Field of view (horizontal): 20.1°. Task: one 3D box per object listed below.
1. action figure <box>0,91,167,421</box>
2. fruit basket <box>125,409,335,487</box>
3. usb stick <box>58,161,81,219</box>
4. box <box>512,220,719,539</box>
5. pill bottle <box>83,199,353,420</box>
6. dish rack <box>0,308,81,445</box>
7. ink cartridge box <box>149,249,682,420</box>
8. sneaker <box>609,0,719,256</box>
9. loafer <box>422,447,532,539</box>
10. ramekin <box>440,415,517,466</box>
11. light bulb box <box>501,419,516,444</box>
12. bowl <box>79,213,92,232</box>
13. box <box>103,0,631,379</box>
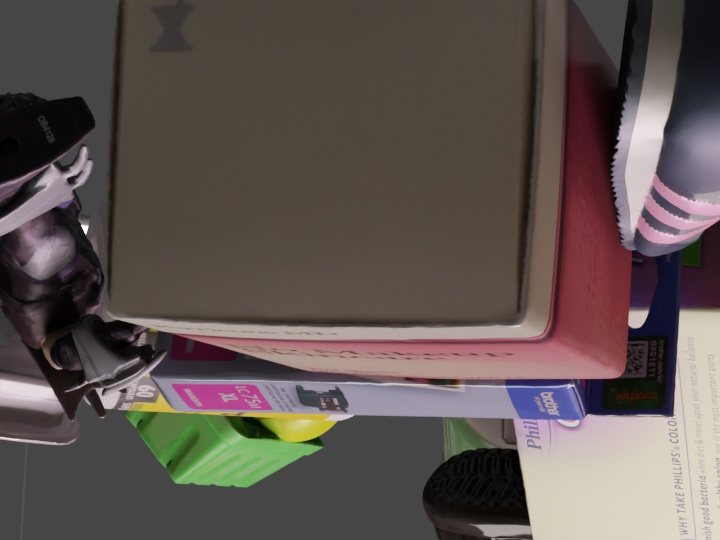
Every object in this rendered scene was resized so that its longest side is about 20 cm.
[{"bbox_3d":[-0.122,-0.017,0.754,0.069,0.130,0.200,-38,162,-9],"label":"action figure"},{"bbox_3d":[-0.097,0.118,1.978,0.215,0.156,0.216,-34,158,-15],"label":"fruit basket"},{"bbox_3d":[-0.162,-0.040,0.935,0.055,0.033,0.200,-4,174,-4],"label":"usb stick"},{"bbox_3d":[0.168,0.049,0.859,0.198,0.097,0.177,0,131,15],"label":"box"},{"bbox_3d":[-0.048,0.023,1.095,0.198,0.113,0.111,4,173,-16],"label":"pill bottle"},{"bbox_3d":[-0.211,-0.006,0.848,0.171,0.044,0.200,14,-159,-49],"label":"dish rack"},{"bbox_3d":[0.024,-0.004,0.786,0.198,0.120,0.042,1,154,14],"label":"ink cartridge box"},{"bbox_3d":[0.124,-0.041,0.650,0.081,0.071,0.200,5,175,9],"label":"sneaker"},{"bbox_3d":[0.129,0.132,0.976,0.198,0.072,0.073,7,-146,25],"label":"loafer"},{"bbox_3d":[0.141,0.090,1.252,0.198,0.201,0.098,1,132,14],"label":"ramekin"},{"bbox_3d":[0.187,0.036,1.053,0.198,0.126,0.198,0,172,16],"label":"light bulb box"},{"bbox_3d":[-0.212,0.019,1.211,0.199,0.091,0.201,3,173,0],"label":"bowl"},{"bbox_3d":[0.013,-0.026,0.652,0.127,0.110,0.200,1,174,16],"label":"box"}]
